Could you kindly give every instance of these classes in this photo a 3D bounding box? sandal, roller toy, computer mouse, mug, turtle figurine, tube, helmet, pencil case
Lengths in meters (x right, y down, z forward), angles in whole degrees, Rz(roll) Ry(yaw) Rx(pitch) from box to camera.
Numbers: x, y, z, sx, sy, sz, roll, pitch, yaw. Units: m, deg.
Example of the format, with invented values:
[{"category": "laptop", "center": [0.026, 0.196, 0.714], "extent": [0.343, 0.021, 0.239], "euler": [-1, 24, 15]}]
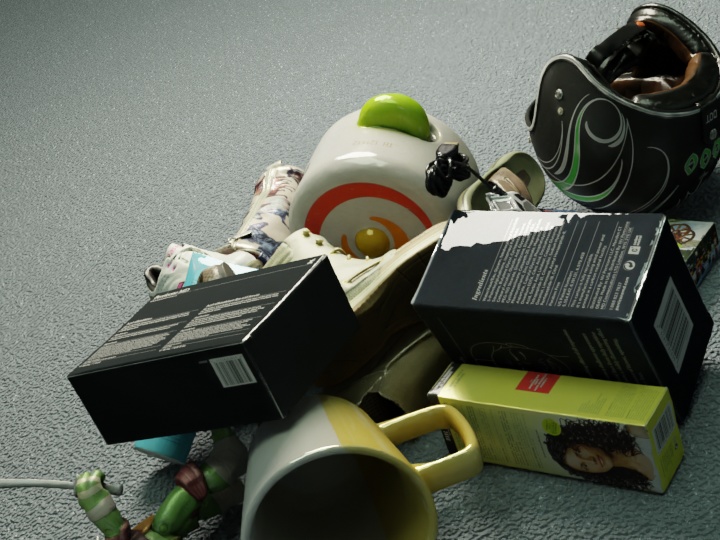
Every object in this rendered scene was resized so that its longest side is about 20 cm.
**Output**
[{"category": "sandal", "center": [0.147, -0.067, 1.289], "extent": [0.057, 0.080, 0.201], "euler": [-24, 20, 35]}, {"category": "roller toy", "center": [0.026, -0.058, 1.343], "extent": [0.182, 0.200, 0.140], "euler": [-30, 23, 32]}, {"category": "computer mouse", "center": [0.139, -0.038, 1.192], "extent": [0.044, 0.200, 0.110], "euler": [-51, 5, 16]}, {"category": "mug", "center": [-0.011, 0.177, 1.060], "extent": [0.185, 0.150, 0.153], "euler": [8, 17, -14]}, {"category": "turtle figurine", "center": [-0.198, 0.198, 1.116], "extent": [0.194, 0.145, 0.199], "euler": [-35, 36, -29]}, {"category": "tube", "center": [-0.160, 0.083, 1.268], "extent": [0.077, 0.050, 0.201], "euler": [15, 77, 14]}, {"category": "helmet", "center": [0.265, -0.148, 1.325], "extent": [0.199, 0.191, 0.201], "euler": [3, 54, -4]}, {"category": "pencil case", "center": [-0.103, -0.043, 1.492], "extent": [0.077, 0.090, 0.200], "euler": [-10, 31, 20]}]

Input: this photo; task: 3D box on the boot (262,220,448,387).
[{"category": "boot", "center": [0.000, 0.000, 1.214], "extent": [0.200, 0.072, 0.155], "euler": [-39, 38, -4]}]

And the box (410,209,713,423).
[{"category": "box", "center": [0.171, 0.036, 1.108], "extent": [0.199, 0.149, 0.107], "euler": [3, 55, 35]}]

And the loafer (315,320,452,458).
[{"category": "loafer", "center": [0.035, 0.110, 1.182], "extent": [0.200, 0.076, 0.067], "euler": [-37, 35, -10]}]

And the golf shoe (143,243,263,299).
[{"category": "golf shoe", "center": [-0.171, 0.012, 1.373], "extent": [0.073, 0.092, 0.200], "euler": [-41, 8, -34]}]

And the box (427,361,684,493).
[{"category": "box", "center": [0.156, 0.124, 1.074], "extent": [0.199, 0.076, 0.050], "euler": [4, 38, 38]}]

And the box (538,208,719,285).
[{"category": "box", "center": [0.223, -0.001, 1.265], "extent": [0.199, 0.038, 0.137], "euler": [7, 40, 40]}]

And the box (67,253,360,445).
[{"category": "box", "center": [-0.121, 0.067, 1.106], "extent": [0.199, 0.079, 0.141], "euler": [-12, 25, 35]}]

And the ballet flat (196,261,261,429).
[{"category": "ballet flat", "center": [-0.105, 0.087, 1.221], "extent": [0.046, 0.201, 0.067], "euler": [-26, -12, 6]}]
